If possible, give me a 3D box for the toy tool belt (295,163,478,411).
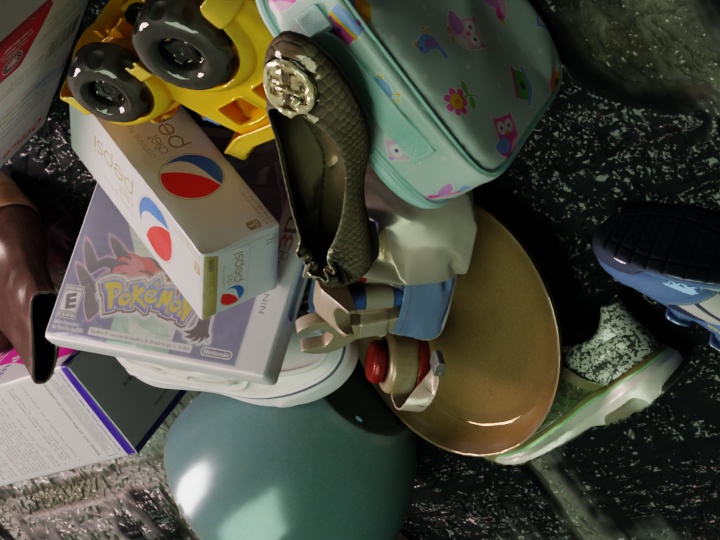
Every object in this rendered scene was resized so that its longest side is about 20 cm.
[{"bbox_3d":[0.000,0.000,1.270,0.122,0.125,0.201,3,125,-13],"label":"toy tool belt"}]

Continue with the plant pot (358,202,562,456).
[{"bbox_3d":[0.070,0.036,1.334,0.199,0.027,0.201,18,118,38],"label":"plant pot"}]

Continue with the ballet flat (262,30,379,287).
[{"bbox_3d":[-0.027,-0.060,1.119,0.067,0.046,0.201,30,149,29],"label":"ballet flat"}]

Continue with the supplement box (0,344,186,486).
[{"bbox_3d":[-0.258,0.107,1.603,0.199,0.101,0.104,-19,115,42],"label":"supplement box"}]

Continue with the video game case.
[{"bbox_3d":[-0.122,-0.019,1.351,0.199,0.183,0.023,8,163,30],"label":"video game case"}]

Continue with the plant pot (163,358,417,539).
[{"bbox_3d":[-0.033,0.134,1.427,0.200,0.200,0.135,37,121,-1],"label":"plant pot"}]

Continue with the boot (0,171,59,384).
[{"bbox_3d":[-0.293,0.038,1.528,0.167,0.072,0.201,-119,32,-41],"label":"boot"}]

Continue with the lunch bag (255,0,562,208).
[{"bbox_3d":[0.027,-0.148,1.140,0.077,0.161,0.200,-25,112,44],"label":"lunch bag"}]

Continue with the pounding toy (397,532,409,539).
[{"bbox_3d":[-0.052,0.264,1.543,0.200,0.184,0.142,42,138,-5],"label":"pounding toy"}]

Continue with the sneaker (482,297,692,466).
[{"bbox_3d":[0.147,0.075,1.341,0.200,0.077,0.089,-31,90,42],"label":"sneaker"}]

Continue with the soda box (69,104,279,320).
[{"bbox_3d":[-0.135,-0.061,1.309,0.200,0.063,0.068,49,150,32],"label":"soda box"}]

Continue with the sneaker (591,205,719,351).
[{"bbox_3d":[0.244,0.019,1.210,0.199,0.074,0.083,20,138,19],"label":"sneaker"}]

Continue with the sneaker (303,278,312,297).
[{"bbox_3d":[-0.093,-0.003,1.390,0.200,0.090,0.068,-21,81,44],"label":"sneaker"}]

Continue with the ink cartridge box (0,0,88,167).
[{"bbox_3d":[-0.305,-0.168,1.355,0.144,0.146,0.200,34,138,3],"label":"ink cartridge box"}]

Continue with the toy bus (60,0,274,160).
[{"bbox_3d":[-0.078,-0.143,1.255,0.192,0.136,0.199,38,143,-26],"label":"toy bus"}]

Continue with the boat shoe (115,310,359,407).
[{"bbox_3d":[-0.100,0.059,1.360,0.199,0.074,0.065,-5,159,26],"label":"boat shoe"}]
